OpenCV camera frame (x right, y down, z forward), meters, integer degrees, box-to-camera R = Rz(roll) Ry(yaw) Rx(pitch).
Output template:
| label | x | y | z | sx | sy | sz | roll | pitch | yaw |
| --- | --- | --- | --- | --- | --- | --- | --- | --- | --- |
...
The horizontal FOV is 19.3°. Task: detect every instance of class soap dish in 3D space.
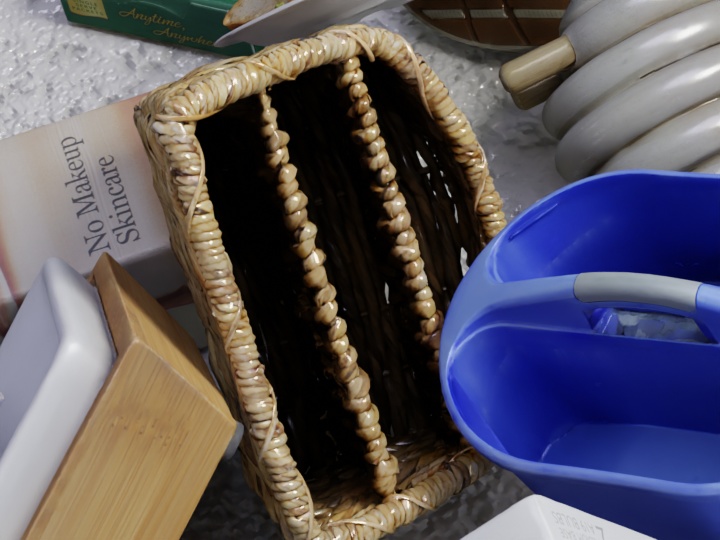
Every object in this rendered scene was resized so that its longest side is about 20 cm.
| label | x | y | z | sx | sy | sz | roll | pitch | yaw |
| --- | --- | --- | --- | --- | --- | --- | --- | --- | --- |
| soap dish | -0.119 | 0.084 | 0.861 | 0.081 | 0.200 | 0.158 | 27 | 94 | -13 |

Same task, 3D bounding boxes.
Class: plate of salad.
| label | x | y | z | sx | sy | sz | roll | pitch | yaw |
| --- | --- | --- | --- | --- | --- | --- | --- | --- | --- |
| plate of salad | 0.019 | -0.153 | 1.000 | 0.199 | 0.200 | 0.048 | -23 | 94 | -9 |

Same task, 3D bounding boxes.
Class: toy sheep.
| label | x | y | z | sx | sy | sz | roll | pitch | yaw |
| --- | --- | --- | --- | --- | --- | --- | --- | --- | --- |
| toy sheep | 0.144 | -0.079 | 0.996 | 0.137 | 0.138 | 0.201 | -24 | 85 | -10 |

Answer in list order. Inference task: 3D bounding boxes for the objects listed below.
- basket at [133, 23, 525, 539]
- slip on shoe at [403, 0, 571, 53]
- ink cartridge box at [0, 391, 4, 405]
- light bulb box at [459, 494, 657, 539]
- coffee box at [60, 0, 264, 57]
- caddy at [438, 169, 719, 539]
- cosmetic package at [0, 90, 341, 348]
| label | x | y | z | sx | sy | sz | roll | pitch | yaw |
| --- | --- | --- | --- | --- | --- | --- | --- | --- | --- |
| basket | 0.000 | 0.000 | 0.893 | 0.142 | 0.149 | 0.201 | -18 | 98 | -8 |
| slip on shoe | 0.111 | -0.151 | 1.102 | 0.199 | 0.077 | 0.061 | 6 | 9 | 25 |
| ink cartridge box | -0.267 | 0.072 | 0.859 | 0.198 | 0.043 | 0.201 | 38 | 98 | 25 |
| light bulb box | 0.092 | 0.206 | 0.719 | 0.124 | 0.198 | 0.201 | -35 | 60 | 19 |
| coffee box | -0.075 | -0.210 | 1.177 | 0.122 | 0.044 | 0.201 | 13 | 56 | 17 |
| caddy | 0.127 | 0.032 | 0.836 | 0.199 | 0.105 | 0.142 | 4 | 59 | 37 |
| cosmetic package | -0.112 | -0.017 | 1.012 | 0.199 | 0.088 | 0.104 | -20 | 54 | -7 |
